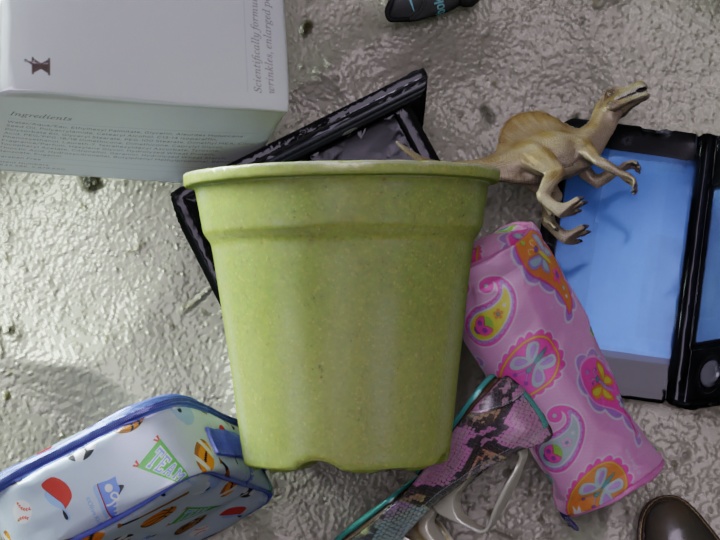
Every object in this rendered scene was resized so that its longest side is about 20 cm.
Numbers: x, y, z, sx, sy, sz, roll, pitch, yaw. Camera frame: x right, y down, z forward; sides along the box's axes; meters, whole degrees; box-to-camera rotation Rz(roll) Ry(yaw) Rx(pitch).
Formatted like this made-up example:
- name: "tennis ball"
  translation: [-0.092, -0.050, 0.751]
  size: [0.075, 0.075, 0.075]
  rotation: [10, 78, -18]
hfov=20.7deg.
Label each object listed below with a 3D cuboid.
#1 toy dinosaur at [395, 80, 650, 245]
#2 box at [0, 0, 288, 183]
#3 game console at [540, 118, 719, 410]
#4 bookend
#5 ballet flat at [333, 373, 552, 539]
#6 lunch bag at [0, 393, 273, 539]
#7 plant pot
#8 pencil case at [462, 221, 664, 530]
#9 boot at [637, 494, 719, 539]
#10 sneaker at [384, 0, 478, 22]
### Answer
- name: "toy dinosaur"
  translation: [0.124, -0.070, 1.369]
  size: [0.199, 0.058, 0.101]
  rotation: [-19, 60, -23]
- name: "box"
  translation: [-0.163, -0.178, 1.367]
  size: [0.198, 0.131, 0.201]
  rotation: [3, 69, -18]
- name: "game console"
  translation: [0.215, -0.015, 1.368]
  size: [0.116, 0.176, 0.202]
  rotation: [15, 75, -24]
- name: "bookend"
  translation: [0.000, 0.000, 1.374]
  size: [0.198, 0.092, 0.201]
  rotation: [-26, 78, -6]
- name: "ballet flat"
  translation: [0.053, 0.154, 1.307]
  size: [0.071, 0.069, 0.200]
  rotation: [46, 116, 10]
- name: "lunch bag"
  translation: [-0.142, 0.142, 1.288]
  size: [0.159, 0.200, 0.076]
  rotation: [-29, 75, 7]
- name: "plant pot"
  translation: [-0.010, 0.031, 1.237]
  size: [0.198, 0.200, 0.186]
  rotation: [-2, 89, 0]
- name: "pencil case"
  translation: [0.125, 0.068, 1.330]
  size: [0.087, 0.087, 0.201]
  rotation: [-30, 99, -7]
- name: "boot"
  translation: [0.240, 0.239, 1.308]
  size: [0.074, 0.097, 0.201]
  rotation: [-19, 77, -4]
- name: "sneaker"
  translation: [0.018, -0.274, 1.454]
  size: [0.079, 0.075, 0.201]
  rotation: [-25, 76, -3]
